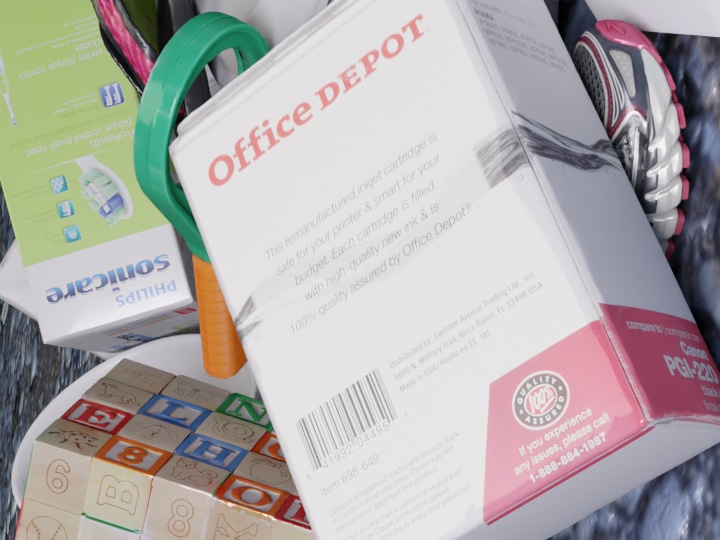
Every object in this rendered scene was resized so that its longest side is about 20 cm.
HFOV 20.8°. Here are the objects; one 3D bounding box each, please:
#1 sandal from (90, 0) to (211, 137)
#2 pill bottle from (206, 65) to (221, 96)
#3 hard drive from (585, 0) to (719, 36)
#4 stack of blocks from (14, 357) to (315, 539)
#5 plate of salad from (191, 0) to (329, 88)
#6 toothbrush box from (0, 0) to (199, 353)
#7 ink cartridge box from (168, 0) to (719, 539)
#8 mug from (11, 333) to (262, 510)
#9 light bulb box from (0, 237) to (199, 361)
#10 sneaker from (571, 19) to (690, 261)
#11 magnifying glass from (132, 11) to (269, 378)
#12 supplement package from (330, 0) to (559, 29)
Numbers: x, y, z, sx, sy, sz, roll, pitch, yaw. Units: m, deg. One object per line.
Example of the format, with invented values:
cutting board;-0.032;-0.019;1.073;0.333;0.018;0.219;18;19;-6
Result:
sandal;-0.096;-0.098;0.905;0.075;0.045;0.201;-127;25;-77
pill bottle;-0.042;-0.134;1.105;0.109;0.109;0.200;118;167;-50
hard drive;0.072;-0.179;0.736;0.200;0.025;0.132;55;172;-16
stack of blocks;-0.043;0.113;0.908;0.115;0.199;0.059;-48;-27;-69
plate of salad;-0.034;-0.172;0.860;0.200;0.048;0.201;-178;90;-66
toothbrush box;-0.140;-0.063;1.064;0.146;0.086;0.201;36;-141;-82
ink cartridge box;0.029;0.002;0.732;0.146;0.085;0.200;-34;67;28
mug;-0.106;0.164;1.076;0.148;0.200;0.176;23;147;51
light bulb box;-0.131;-0.041;1.247;0.199;0.125;0.200;-59;7;-5
sneaker;0.075;-0.005;0.792;0.081;0.074;0.201;-115;37;-61
magnifying glass;-0.064;-0.026;0.848;0.080;0.022;0.200;-51;-28;-35
supplement package;0.017;-0.076;0.933;0.121;0.119;0.201;149;127;-66
